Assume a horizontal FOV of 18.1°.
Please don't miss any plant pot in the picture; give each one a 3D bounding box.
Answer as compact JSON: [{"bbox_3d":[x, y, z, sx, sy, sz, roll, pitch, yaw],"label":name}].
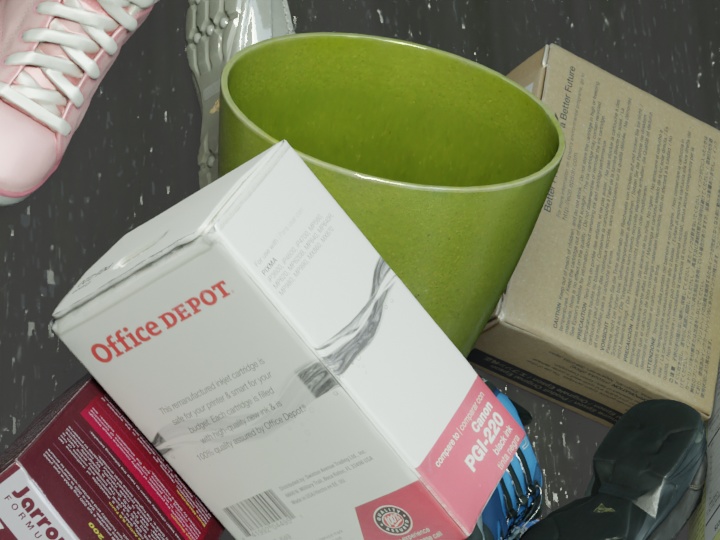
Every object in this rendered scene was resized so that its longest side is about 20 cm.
[{"bbox_3d":[0.000,0.000,1.237,0.186,0.201,0.187,9,28,-5],"label":"plant pot"}]

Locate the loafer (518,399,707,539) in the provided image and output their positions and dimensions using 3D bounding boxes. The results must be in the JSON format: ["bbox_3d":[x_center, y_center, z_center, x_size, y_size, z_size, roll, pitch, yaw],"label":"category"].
[{"bbox_3d":[0.145,0.168,1.326,0.200,0.073,0.073,-45,131,-25],"label":"loafer"}]

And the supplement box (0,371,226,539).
[{"bbox_3d":[-0.130,0.120,1.132,0.109,0.061,0.200,51,14,-5],"label":"supplement box"}]

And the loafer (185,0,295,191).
[{"bbox_3d":[-0.059,-0.110,1.333,0.069,0.070,0.202,5,76,-36],"label":"loafer"}]

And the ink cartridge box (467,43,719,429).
[{"bbox_3d":[0.149,-0.015,1.419,0.164,0.075,0.201,25,61,-21],"label":"ink cartridge box"}]

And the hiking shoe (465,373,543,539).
[{"bbox_3d":[0.071,0.128,1.270,0.086,0.074,0.201,23,39,-21],"label":"hiking shoe"}]

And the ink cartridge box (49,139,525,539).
[{"bbox_3d":[-0.037,0.054,1.134,0.200,0.145,0.085,49,45,-14],"label":"ink cartridge box"}]

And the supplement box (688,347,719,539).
[{"bbox_3d":[0.313,0.121,1.383,0.198,0.135,0.201,11,57,-4],"label":"supplement box"}]

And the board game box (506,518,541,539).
[{"bbox_3d":[0.118,0.210,1.346,0.199,0.019,0.104,30,59,-19],"label":"board game box"}]

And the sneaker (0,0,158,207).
[{"bbox_3d":[-0.163,-0.135,1.252,0.075,0.104,0.201,32,58,-20],"label":"sneaker"}]
